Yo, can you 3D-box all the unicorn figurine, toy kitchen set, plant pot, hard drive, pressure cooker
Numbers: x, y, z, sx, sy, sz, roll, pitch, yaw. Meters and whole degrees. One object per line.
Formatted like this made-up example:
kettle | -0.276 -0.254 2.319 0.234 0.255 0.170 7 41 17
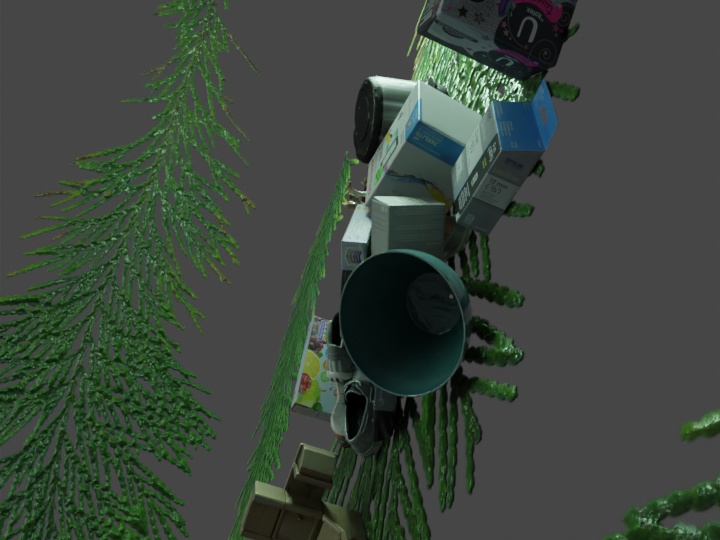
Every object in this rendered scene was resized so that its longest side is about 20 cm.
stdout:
unicorn figurine | 0.053 -0.159 1.376 0.198 0.135 0.076 -7 62 61
toy kitchen set | -0.076 0.402 1.058 0.181 0.195 0.168 -131 61 -76
plant pot | 0.084 0.063 0.967 0.134 0.198 0.204 -19 -40 -58
hard drive | 0.046 0.174 1.136 0.137 0.041 0.204 90 -174 -52
pressure cooker | 0.094 -0.304 1.367 0.175 0.193 0.185 168 104 -73

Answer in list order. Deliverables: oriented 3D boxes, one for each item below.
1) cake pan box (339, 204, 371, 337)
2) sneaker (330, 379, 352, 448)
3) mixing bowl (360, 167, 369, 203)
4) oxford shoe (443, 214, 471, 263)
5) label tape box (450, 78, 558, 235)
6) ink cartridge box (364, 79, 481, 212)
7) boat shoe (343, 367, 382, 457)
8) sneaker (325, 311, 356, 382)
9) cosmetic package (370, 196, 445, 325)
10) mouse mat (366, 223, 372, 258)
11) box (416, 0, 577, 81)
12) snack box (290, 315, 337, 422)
cake pan box | 0.000 0.000 1.206 0.201 0.050 0.190 -73 -16 -63
sneaker | -0.018 0.260 1.319 0.202 0.075 0.084 -67 -17 -46
mixing bowl | 0.063 -0.200 1.523 0.200 0.105 0.207 -165 89 -90
oxford shoe | 0.129 -0.040 1.155 0.200 0.056 0.077 129 156 -61
label tape box | 0.209 -0.178 0.988 0.146 0.064 0.203 -85 17 -49
ink cartridge box | 0.116 -0.201 1.214 0.202 0.143 0.149 -55 19 37
boat shoe | 0.003 0.237 1.213 0.069 0.072 0.204 -27 39 25
sneaker | -0.020 0.124 1.333 0.201 0.073 0.119 -60 -34 -60
cosmetic package | 0.075 -0.012 1.078 0.090 0.103 0.207 -143 54 -66
mouse mat | 0.022 0.015 1.154 0.162 0.007 0.205 76 -159 -58
box | 0.204 -0.387 1.006 0.132 0.195 0.118 -150 79 -77
snack box | -0.059 0.214 1.401 0.053 0.138 0.205 126 159 -54
